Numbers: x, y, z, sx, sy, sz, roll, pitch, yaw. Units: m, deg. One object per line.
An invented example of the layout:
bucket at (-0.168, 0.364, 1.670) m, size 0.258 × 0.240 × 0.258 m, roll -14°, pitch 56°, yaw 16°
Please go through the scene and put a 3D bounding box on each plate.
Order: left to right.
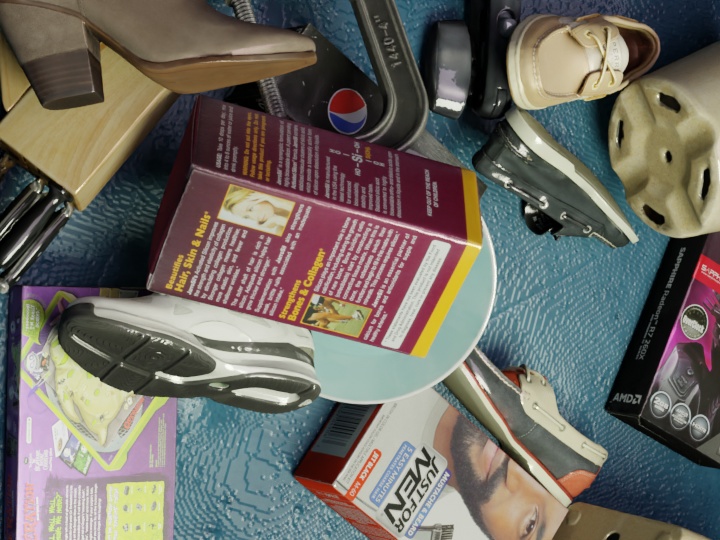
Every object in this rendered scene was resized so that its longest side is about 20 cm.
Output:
plate at (0.000, 0.000, 1.228) m, size 0.200 × 0.026 × 0.200 m, roll 2°, pitch 106°, yaw 7°

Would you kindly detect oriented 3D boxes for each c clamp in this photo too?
c clamp at (-0.048, -0.152, 1.179) m, size 0.171 × 0.027 × 0.200 m, roll -20°, pitch 72°, yaw -13°

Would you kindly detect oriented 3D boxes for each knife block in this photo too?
knife block at (-0.183, -0.080, 1.107) m, size 0.200 × 0.064 × 0.176 m, roll -6°, pitch 83°, yaw -7°

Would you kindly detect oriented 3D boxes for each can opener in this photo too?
can opener at (0.103, -0.215, 1.319) m, size 0.079 × 0.063 × 0.200 m, roll 12°, pitch 86°, yaw -32°

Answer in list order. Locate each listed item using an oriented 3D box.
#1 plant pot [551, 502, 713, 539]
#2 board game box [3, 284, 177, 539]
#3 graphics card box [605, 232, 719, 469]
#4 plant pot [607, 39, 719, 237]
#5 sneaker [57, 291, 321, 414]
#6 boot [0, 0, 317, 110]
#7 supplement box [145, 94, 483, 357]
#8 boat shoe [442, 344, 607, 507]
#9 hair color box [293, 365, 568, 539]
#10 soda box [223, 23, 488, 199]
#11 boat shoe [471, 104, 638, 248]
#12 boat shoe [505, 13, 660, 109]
plant pot at (0.227, 0.294, 1.331) m, size 0.177 × 0.200 × 0.200 m, roll 44°, pitch 70°, yaw -27°
board game box at (-0.186, 0.110, 1.170) m, size 0.120 × 0.032 × 0.200 m, roll 2°, pitch 90°, yaw -36°
graphics card box at (0.302, 0.059, 1.461) m, size 0.125 × 0.051 × 0.200 m, roll 31°, pitch 76°, yaw -29°
plant pot at (0.312, -0.114, 1.376) m, size 0.183 × 0.200 × 0.201 m, roll -17°, pitch 101°, yaw -28°
sneaker at (-0.119, 0.025, 1.167) m, size 0.200 × 0.076 × 0.115 m, roll 17°, pitch 54°, yaw -35°
boot at (-0.137, -0.184, 1.061) m, size 0.200 × 0.070 × 0.146 m, roll -9°, pitch 80°, yaw -8°
supplement box at (-0.031, -0.028, 1.126) m, size 0.200 × 0.086 × 0.110 m, roll 15°, pitch 128°, yaw -13°
boat shoe at (0.128, 0.110, 1.338) m, size 0.063 × 0.071 × 0.200 m, roll -45°, pitch 120°, yaw -6°
hair color box at (0.058, 0.173, 1.305) m, size 0.200 × 0.064 × 0.111 m, roll 42°, pitch 70°, yaw -27°
soda box at (-0.001, -0.095, 1.258) m, size 0.200 × 0.063 × 0.071 m, roll 40°, pitch 71°, yaw -27°
boat shoe at (0.155, -0.059, 1.354) m, size 0.066 × 0.075 × 0.199 m, roll -41°, pitch 143°, yaw 13°
boat shoe at (0.178, -0.170, 1.321) m, size 0.200 × 0.069 × 0.074 m, roll -28°, pitch 113°, yaw -56°
